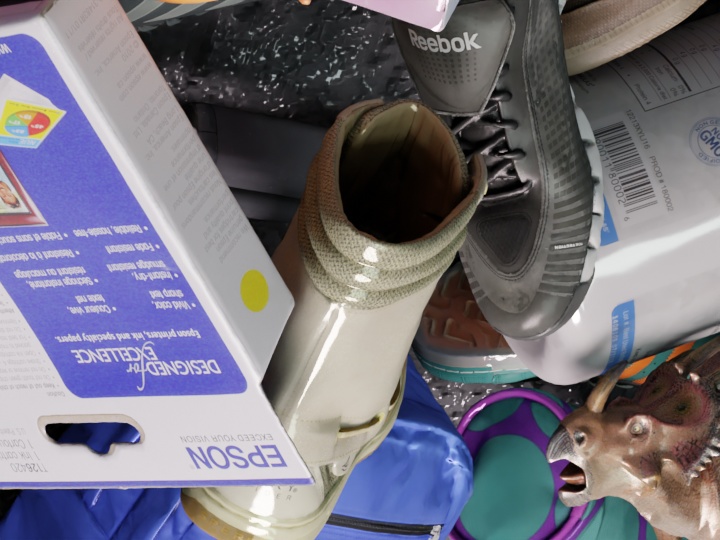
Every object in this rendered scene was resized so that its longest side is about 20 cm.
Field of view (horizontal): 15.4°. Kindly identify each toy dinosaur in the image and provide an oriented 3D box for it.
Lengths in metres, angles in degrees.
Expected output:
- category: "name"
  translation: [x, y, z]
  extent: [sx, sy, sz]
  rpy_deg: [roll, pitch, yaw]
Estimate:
- category: "toy dinosaur"
  translation: [0.158, 0.068, 1.156]
  extent: [0.086, 0.200, 0.136]
  rpy_deg: [0, 116, 25]

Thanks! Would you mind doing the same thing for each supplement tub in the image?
- category: "supplement tub"
  translation: [0.150, -0.041, 1.147]
  extent: [0.199, 0.132, 0.132]
  rpy_deg: [-18, 134, -13]

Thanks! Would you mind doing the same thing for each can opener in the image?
- category: "can opener"
  translation: [-0.064, -0.030, 1.079]
  extent: [0.199, 0.067, 0.053]
  rpy_deg: [9, 157, -35]

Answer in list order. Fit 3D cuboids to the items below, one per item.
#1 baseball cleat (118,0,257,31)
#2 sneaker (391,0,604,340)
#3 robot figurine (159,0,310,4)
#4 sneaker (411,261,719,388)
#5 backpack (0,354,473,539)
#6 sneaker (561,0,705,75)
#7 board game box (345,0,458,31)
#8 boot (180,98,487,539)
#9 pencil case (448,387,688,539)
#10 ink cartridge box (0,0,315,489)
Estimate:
- category: "baseball cleat"
  translation: [-0.084, -0.116, 1.014]
  extent: [0.199, 0.070, 0.107]
  rpy_deg: [-2, 142, -21]
- category: "sneaker"
  translation: [0.048, -0.073, 1.031]
  extent: [0.066, 0.201, 0.090]
  rpy_deg: [-4, 175, 30]
- category: "robot figurine"
  translation: [-0.073, -0.174, 0.890]
  extent: [0.117, 0.200, 0.144]
  rpy_deg: [-41, -171, -35]
- category: "sneaker"
  translation: [0.118, 0.028, 1.232]
  extent: [0.199, 0.072, 0.080]
  rpy_deg: [-11, 139, -12]
- category: "backpack"
  translation: [-0.042, 0.116, 1.158]
  extent: [0.162, 0.168, 0.200]
  rpy_deg: [11, 121, -43]
- category: "sneaker"
  translation: [0.138, -0.161, 1.096]
  extent: [0.200, 0.070, 0.076]
  rpy_deg: [-35, 108, 9]
- category: "board game box"
  translation: [0.054, -0.215, 0.910]
  extent: [0.043, 0.200, 0.200]
  rpy_deg: [18, 126, 7]
- category: "boot"
  translation: [0.000, 0.000, 1.020]
  extent: [0.072, 0.200, 0.155]
  rpy_deg: [24, 119, 2]
- category: "pencil case"
  translation: [0.115, 0.113, 1.265]
  extent: [0.200, 0.092, 0.085]
  rpy_deg: [23, 84, -55]
- category: "ink cartridge box"
  translation: [-0.122, -0.010, 0.957]
  extent: [0.047, 0.197, 0.200]
  rpy_deg: [-53, 125, -37]
